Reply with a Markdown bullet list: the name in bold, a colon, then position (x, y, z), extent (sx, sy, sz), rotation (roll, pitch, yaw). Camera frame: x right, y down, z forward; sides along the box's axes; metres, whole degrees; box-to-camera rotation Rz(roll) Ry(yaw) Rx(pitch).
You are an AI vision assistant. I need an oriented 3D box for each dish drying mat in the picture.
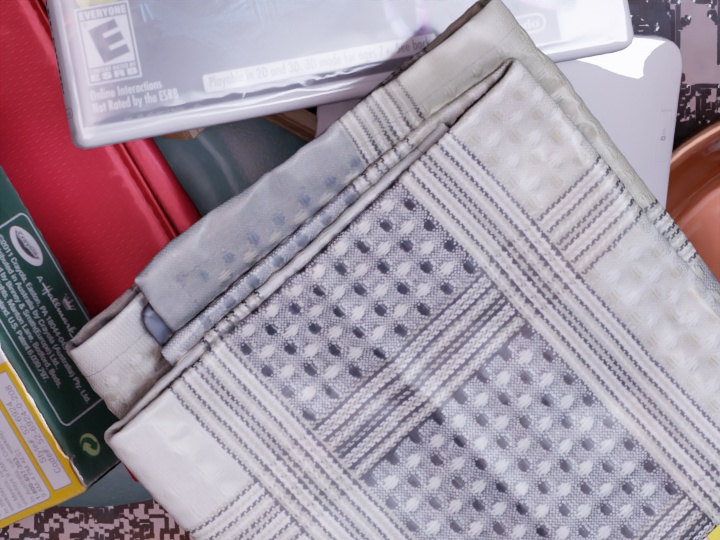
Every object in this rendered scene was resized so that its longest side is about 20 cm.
- **dish drying mat**: position (-0.104, -0.024, 1.083), extent (0.077, 0.018, 0.201), rotation (-29, 99, 19)

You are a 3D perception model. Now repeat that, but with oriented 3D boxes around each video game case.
- **video game case**: position (-0.017, -0.148, 1.022), extent (0.199, 0.023, 0.183), rotation (-11, 92, -11)

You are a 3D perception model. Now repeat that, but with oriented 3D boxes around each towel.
- **towel**: position (0.029, 0.040, 0.998), extent (0.192, 0.035, 0.200), rotation (-39, 104, 4)

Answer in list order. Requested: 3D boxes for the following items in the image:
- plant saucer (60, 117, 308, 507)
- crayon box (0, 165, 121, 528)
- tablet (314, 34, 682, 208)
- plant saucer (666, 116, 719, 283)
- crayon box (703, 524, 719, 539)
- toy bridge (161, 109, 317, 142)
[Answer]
- **plant saucer**: position (-0.107, -0.005, 1.118), extent (0.199, 0.036, 0.201), rotation (1, 100, 3)
- **crayon box**: position (-0.182, 0.045, 1.092), extent (0.199, 0.052, 0.126), rotation (-25, 99, 38)
- **tablet**: position (0.043, 0.011, 1.078), extent (0.129, 0.014, 0.201), rotation (3, 103, -8)
- **plant saucer**: position (0.177, 0.032, 1.112), extent (0.199, 0.032, 0.202), rotation (1, 99, 4)
- **crayon box**: position (0.081, 0.088, 1.065), extent (0.199, 0.058, 0.119), rotation (20, 101, -12)
- **toy bridge**: position (0.000, 0.000, 1.103), extent (0.067, 0.027, 0.200), rotation (-42, 111, -23)
